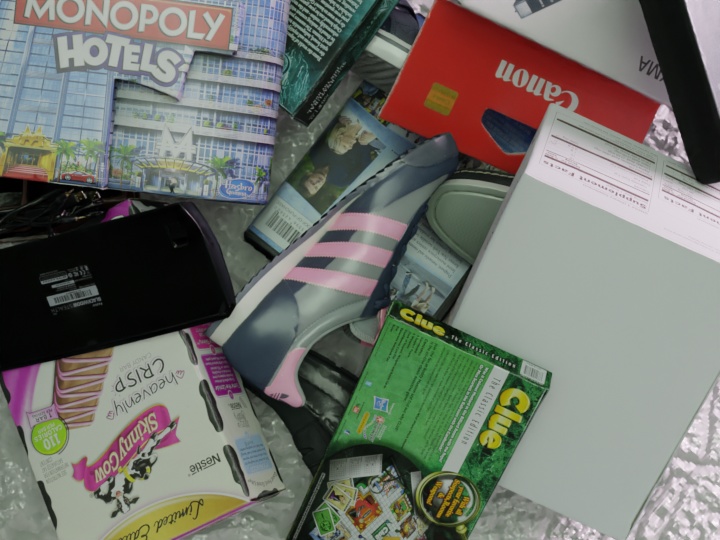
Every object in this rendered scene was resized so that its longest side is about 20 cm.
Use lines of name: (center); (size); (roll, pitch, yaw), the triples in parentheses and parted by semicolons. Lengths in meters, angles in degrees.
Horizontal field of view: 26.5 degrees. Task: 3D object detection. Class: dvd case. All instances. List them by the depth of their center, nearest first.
dvd case: (0.035, -0.057, 1.039); (0.142, 0.018, 0.201); (37, 79, 3)

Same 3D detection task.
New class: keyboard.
keyboard: (-0.172, -0.004, 0.926); (0.198, 0.040, 0.105); (-13, 108, 20)

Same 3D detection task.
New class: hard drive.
hard drive: (0.244, -0.153, 0.951); (0.199, 0.033, 0.141); (-32, 107, -44)

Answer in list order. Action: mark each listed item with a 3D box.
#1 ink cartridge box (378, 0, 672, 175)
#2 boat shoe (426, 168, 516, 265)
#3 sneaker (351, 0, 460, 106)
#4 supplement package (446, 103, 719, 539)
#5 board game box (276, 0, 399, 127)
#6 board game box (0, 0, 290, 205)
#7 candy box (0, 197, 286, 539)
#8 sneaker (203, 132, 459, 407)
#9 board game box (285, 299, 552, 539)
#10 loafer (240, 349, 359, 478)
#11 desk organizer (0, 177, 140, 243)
ink cartridge box: (0.133, -0.140, 0.974); (0.198, 0.045, 0.178); (19, 100, -28)
boat shoe: (0.139, -0.025, 1.011); (0.198, 0.076, 0.061); (23, 45, -8)
sneaker: (-0.005, -0.181, 1.018); (0.199, 0.078, 0.080); (31, 81, 14)
supplement package: (0.137, 0.032, 0.929); (0.154, 0.111, 0.201); (24, 120, 2)
board game box: (-0.067, -0.205, 0.989); (0.200, 0.028, 0.136); (41, 99, 23)
board game box: (-0.144, -0.150, 0.920); (0.197, 0.062, 0.203); (6, 95, -1)
candy box: (-0.149, 0.075, 0.959); (0.135, 0.061, 0.202); (-27, 81, 18)
sneaker: (0.000, 0.000, 0.950); (0.200, 0.070, 0.082); (-42, 89, -8)
board game box: (0.030, 0.121, 0.927); (0.104, 0.024, 0.201); (26, 121, 2)
loafer: (-0.011, 0.109, 0.980); (0.199, 0.068, 0.071); (34, 73, 0)
desk organizer: (-0.246, -0.059, 0.994); (0.197, 0.077, 0.073); (-6, 80, -4)
